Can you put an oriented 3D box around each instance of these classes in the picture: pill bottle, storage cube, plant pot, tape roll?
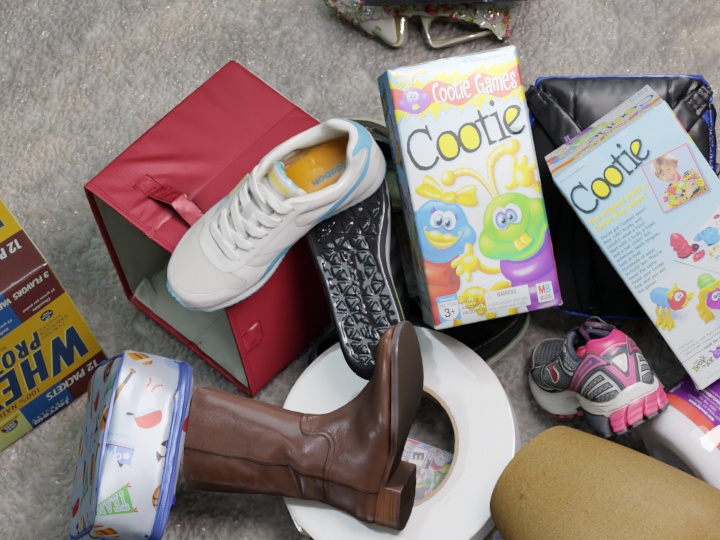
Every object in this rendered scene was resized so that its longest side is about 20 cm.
[{"bbox_3d":[0.326,0.099,1.493,0.200,0.113,0.112,-38,60,-12],"label":"pill bottle"},{"bbox_3d":[-0.101,-0.037,1.616,0.171,0.201,0.180,36,66,28],"label":"storage cube"},{"bbox_3d":[0.198,0.211,1.415,0.186,0.187,0.200,-41,57,-13],"label":"plant pot"},{"bbox_3d":[0.029,0.145,1.526,0.201,0.037,0.204,-4,73,12],"label":"tape roll"}]

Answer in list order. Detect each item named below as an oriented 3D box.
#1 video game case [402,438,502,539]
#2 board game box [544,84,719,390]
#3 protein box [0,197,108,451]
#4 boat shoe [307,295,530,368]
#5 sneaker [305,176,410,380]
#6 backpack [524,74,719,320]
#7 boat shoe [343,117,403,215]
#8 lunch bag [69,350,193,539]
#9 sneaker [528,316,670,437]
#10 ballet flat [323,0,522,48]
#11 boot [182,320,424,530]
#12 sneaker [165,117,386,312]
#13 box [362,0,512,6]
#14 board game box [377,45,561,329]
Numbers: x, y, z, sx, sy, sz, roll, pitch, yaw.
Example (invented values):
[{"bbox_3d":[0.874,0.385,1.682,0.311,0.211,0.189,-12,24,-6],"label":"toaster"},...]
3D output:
[{"bbox_3d":[0.094,0.228,1.520,0.199,0.018,0.144,18,64,20],"label":"video game case"},{"bbox_3d":[0.242,-0.028,1.451,0.105,0.103,0.200,-34,99,9],"label":"board game box"},{"bbox_3d":[-0.342,0.015,1.631,0.135,0.199,0.200,-35,60,-10],"label":"protein box"},{"bbox_3d":[0.047,0.054,1.604,0.198,0.066,0.075,-13,60,4],"label":"boat shoe"},{"bbox_3d":[0.000,0.000,1.515,0.071,0.083,0.201,-9,78,9],"label":"sneaker"},{"bbox_3d":[0.225,-0.061,1.582,0.161,0.168,0.202,0,93,13],"label":"backpack"},{"bbox_3d":[0.013,-0.094,1.666,0.200,0.066,0.072,29,103,45],"label":"boat shoe"},{"bbox_3d":[-0.188,0.154,1.518,0.075,0.200,0.161,9,76,-12],"label":"lunch bag"},{"bbox_3d":[0.186,0.073,1.508,0.080,0.200,0.075,-27,100,-12],"label":"sneaker"},{"bbox_3d":[0.056,-0.243,1.782,0.199,0.076,0.064,1,93,18],"label":"ballet flat"},{"bbox_3d":[-0.054,0.108,1.465,0.199,0.188,0.064,12,25,18],"label":"boot"},{"bbox_3d":[-0.074,-0.048,1.454,0.200,0.081,0.077,-40,72,1],"label":"sneaker"},{"bbox_3d":[0.093,-0.321,1.753,0.163,0.087,0.200,0,28,11],"label":"box"},{"bbox_3d":[0.085,-0.065,1.479,0.102,0.105,0.201,-11,94,-3],"label":"board game box"}]
